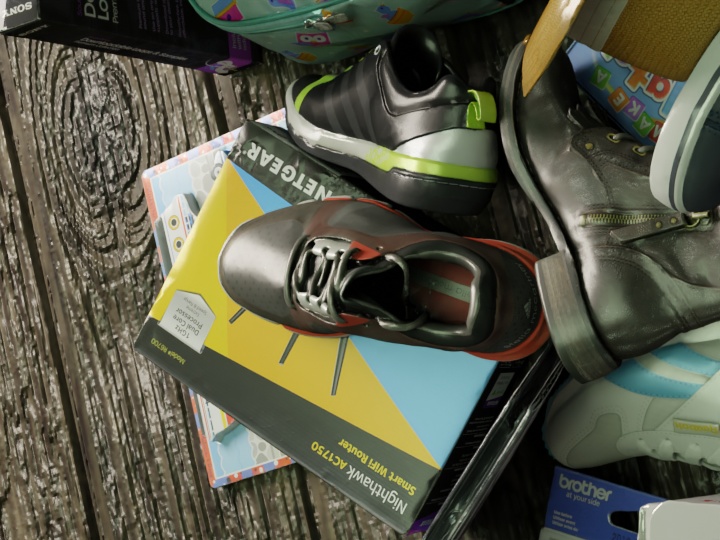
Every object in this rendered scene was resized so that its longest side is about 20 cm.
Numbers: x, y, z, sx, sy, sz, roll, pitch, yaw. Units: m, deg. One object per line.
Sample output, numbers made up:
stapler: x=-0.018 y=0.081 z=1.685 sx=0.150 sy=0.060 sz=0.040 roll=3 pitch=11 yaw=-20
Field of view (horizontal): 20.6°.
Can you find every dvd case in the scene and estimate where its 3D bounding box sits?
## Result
dvd case: x=0.061 y=0.100 z=0.979 sx=0.016 sy=0.200 sz=0.149 roll=32 pitch=108 yaw=7

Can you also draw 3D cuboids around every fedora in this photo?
fedora: x=0.149 y=-0.150 z=0.907 sx=0.081 sy=0.201 sz=0.202 roll=31 pitch=108 yaw=3

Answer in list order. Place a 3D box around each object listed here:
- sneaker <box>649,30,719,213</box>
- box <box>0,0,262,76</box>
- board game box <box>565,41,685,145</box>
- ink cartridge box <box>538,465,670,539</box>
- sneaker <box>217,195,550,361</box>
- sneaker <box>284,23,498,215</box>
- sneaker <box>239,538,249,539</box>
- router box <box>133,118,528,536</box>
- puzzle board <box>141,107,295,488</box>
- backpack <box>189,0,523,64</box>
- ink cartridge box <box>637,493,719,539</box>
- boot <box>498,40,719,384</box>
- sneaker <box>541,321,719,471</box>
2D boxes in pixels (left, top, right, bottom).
sneaker: x=0.212 y=-0.097 z=0.871 sx=0.079 sy=0.078 sz=0.200 roll=36 pitch=84 yaw=28
box: x=-0.134 y=-0.192 z=1.113 sx=0.036 sy=0.199 sz=0.144 roll=-13 pitch=82 yaw=33
board game box: x=0.209 y=-0.130 z=0.973 sx=0.151 sy=0.036 sz=0.200 roll=48 pitch=114 yaw=26
ink cartridge box: x=0.138 y=0.210 z=1.014 sx=0.119 sy=0.042 sz=0.202 roll=14 pitch=100 yaw=33
sneaker: x=0.000 y=0.000 z=1.010 sx=0.199 sy=0.082 sz=0.078 roll=6 pitch=91 yaw=32
sneaker: x=0.024 y=-0.090 z=1.050 sx=0.200 sy=0.071 sz=0.084 roll=33 pitch=116 yaw=57
sneaker: x=-0.036 y=0.188 z=1.113 sx=0.200 sy=0.079 sz=0.131 roll=-42 pitch=68 yaw=26
router box: x=-0.010 y=0.029 z=1.093 sx=0.199 sy=0.051 sz=0.150 roll=31 pitch=101 yaw=23
puzzle board: x=-0.055 y=0.014 z=1.166 sx=0.150 sy=0.017 sz=0.202 roll=-20 pitch=77 yaw=33
backpack: x=-0.015 y=-0.207 z=1.060 sx=0.199 sy=0.153 sz=0.177 roll=-17 pitch=75 yaw=38
ink cartridge box: x=0.227 y=0.139 z=0.856 sx=0.145 sy=0.199 sz=0.087 roll=1 pitch=89 yaw=35
boot: x=0.165 y=-0.047 z=0.947 sx=0.173 sy=0.069 sz=0.202 roll=-21 pitch=64 yaw=20
sneaker: x=0.176 y=0.067 z=0.965 sx=0.199 sy=0.076 sz=0.081 roll=-23 pitch=67 yaw=32
